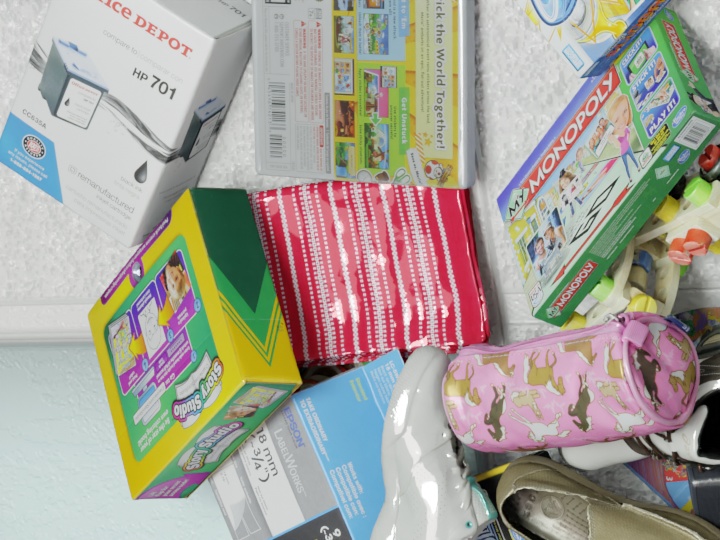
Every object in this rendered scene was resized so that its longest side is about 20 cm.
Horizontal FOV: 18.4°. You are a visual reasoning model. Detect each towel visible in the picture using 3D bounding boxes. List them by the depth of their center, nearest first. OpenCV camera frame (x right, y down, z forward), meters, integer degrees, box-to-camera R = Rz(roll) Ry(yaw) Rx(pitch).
[{"bbox_3d":[0.000,0.000,1.726,0.199,0.022,0.145,-7,93,21],"label":"towel"}]

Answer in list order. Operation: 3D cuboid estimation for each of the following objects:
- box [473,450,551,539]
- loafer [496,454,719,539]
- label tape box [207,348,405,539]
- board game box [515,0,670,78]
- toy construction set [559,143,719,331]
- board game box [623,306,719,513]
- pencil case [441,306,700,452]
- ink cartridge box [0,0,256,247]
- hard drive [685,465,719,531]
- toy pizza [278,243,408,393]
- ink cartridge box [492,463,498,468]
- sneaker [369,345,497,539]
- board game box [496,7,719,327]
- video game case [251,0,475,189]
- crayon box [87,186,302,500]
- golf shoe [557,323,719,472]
[{"bbox_3d":[0.112,0.256,1.722,0.159,0.049,0.201,-25,85,38],"label":"box"},{"bbox_3d":[0.182,0.199,1.602,0.199,0.067,0.076,20,110,20],"label":"loafer"},{"bbox_3d":[-0.027,0.165,1.741,0.200,0.063,0.145,-31,79,44],"label":"label tape box"},{"bbox_3d":[0.143,-0.254,1.562,0.200,0.034,0.135,52,122,15],"label":"board game box"},{"bbox_3d":[0.232,-0.011,1.560,0.092,0.132,0.200,39,151,-29],"label":"toy construction set"},{"bbox_3d":[0.267,0.130,1.648,0.200,0.039,0.158,43,121,8],"label":"board game box"},{"bbox_3d":[0.145,0.081,1.568,0.200,0.083,0.087,-16,68,49],"label":"pencil case"},{"bbox_3d":[-0.185,-0.144,1.762,0.146,0.086,0.201,33,120,14],"label":"ink cartridge box"},{"bbox_3d":[0.317,0.212,1.622,0.134,0.042,0.201,-7,120,30],"label":"hard drive"},{"bbox_3d":[-0.036,0.059,1.786,0.199,0.032,0.201,9,111,24],"label":"toy pizza"},{"bbox_3d":[0.175,0.235,1.721,0.200,0.039,0.100,33,121,27],"label":"ink cartridge box"},{"bbox_3d":[0.061,0.158,1.645,0.088,0.075,0.201,9,95,24],"label":"sneaker"},{"bbox_3d":[0.173,-0.075,1.580,0.029,0.135,0.200,19,124,-26],"label":"board game box"},{"bbox_3d":[0.001,-0.166,1.683,0.181,0.023,0.201,5,103,26],"label":"video game case"},{"bbox_3d":[-0.135,0.060,1.754,0.200,0.058,0.173,-46,53,45],"label":"crayon box"},{"bbox_3d":[0.218,0.104,1.579,0.200,0.095,0.078,-30,115,30],"label":"golf shoe"}]
